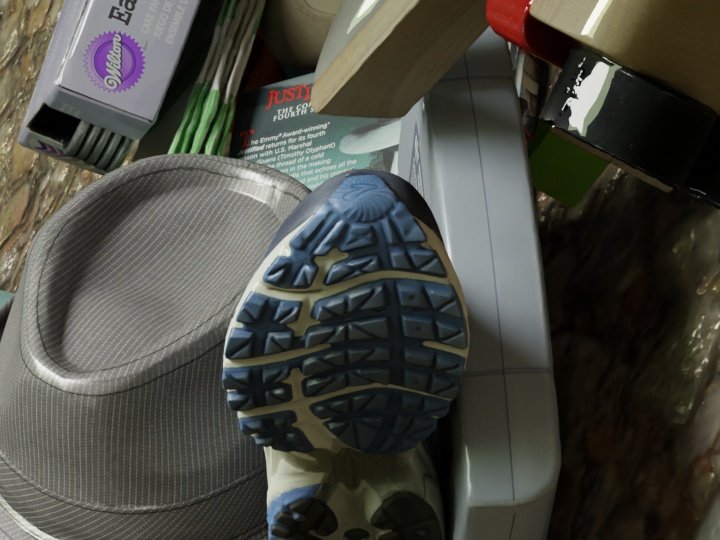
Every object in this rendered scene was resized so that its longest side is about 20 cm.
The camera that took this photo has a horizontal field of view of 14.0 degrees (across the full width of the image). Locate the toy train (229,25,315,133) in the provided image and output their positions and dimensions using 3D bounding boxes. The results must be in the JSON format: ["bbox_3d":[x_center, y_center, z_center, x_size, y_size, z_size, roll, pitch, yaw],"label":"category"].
[{"bbox_3d":[-0.041,-0.056,1.307,0.150,0.056,0.200,-63,27,6],"label":"toy train"}]

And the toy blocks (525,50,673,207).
[{"bbox_3d":[0.131,-0.129,1.032,0.200,0.100,0.137,-53,15,39],"label":"toy blocks"}]

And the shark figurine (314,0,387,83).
[{"bbox_3d":[0.055,-0.164,1.020,0.128,0.090,0.215,-34,14,48],"label":"shark figurine"}]

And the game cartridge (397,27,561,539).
[{"bbox_3d":[0.040,0.015,1.031,0.133,0.041,0.200,88,177,-59],"label":"game cartridge"}]

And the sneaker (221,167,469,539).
[{"bbox_3d":[-0.007,0.022,0.960,0.200,0.077,0.085,95,175,-54],"label":"sneaker"}]

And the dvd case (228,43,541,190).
[{"bbox_3d":[0.000,0.000,1.171,0.146,0.022,0.200,-13,55,31],"label":"dvd case"}]

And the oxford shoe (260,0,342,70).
[{"bbox_3d":[0.019,-0.126,1.208,0.200,0.070,0.075,-30,21,44],"label":"oxford shoe"}]

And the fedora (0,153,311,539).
[{"bbox_3d":[-0.072,0.027,1.074,0.177,0.090,0.200,25,50,27],"label":"fedora"}]

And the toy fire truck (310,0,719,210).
[{"bbox_3d":[0.090,-0.066,0.923,0.200,0.176,0.129,34,99,55],"label":"toy fire truck"}]

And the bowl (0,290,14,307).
[{"bbox_3d":[-0.160,0.111,1.212,0.201,0.200,0.105,-66,20,-2],"label":"bowl"}]

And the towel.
[{"bbox_3d":[-0.079,-0.077,1.298,0.153,0.023,0.200,137,151,-61],"label":"towel"}]

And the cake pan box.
[{"bbox_3d":[-0.094,-0.144,1.302,0.184,0.052,0.200,147,143,-77],"label":"cake pan box"}]
